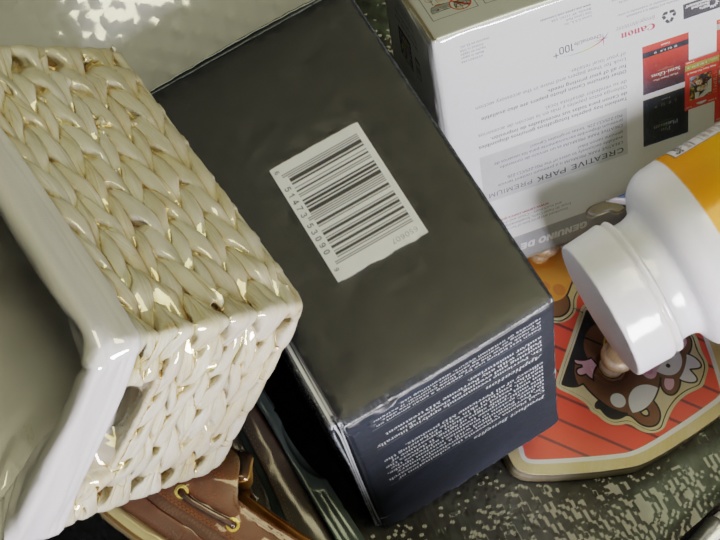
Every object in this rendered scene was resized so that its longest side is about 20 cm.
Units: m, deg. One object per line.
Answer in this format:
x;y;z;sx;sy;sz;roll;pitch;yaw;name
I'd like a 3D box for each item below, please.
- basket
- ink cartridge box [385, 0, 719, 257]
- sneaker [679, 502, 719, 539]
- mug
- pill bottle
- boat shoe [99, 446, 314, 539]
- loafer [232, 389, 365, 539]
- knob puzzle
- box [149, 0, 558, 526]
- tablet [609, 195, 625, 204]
-0.136;0.003;0.885;0.123;0.136;0.200;-8;50;-41;basket
0.125;-0.111;1.084;0.200;0.176;0.084;-19;44;-9;ink cartridge box
0.246;0.157;1.044;0.200;0.076;0.116;-35;76;-29;sneaker
-0.134;-0.148;1.031;0.175;0.148;0.200;-30;77;-18;mug
0.216;-0.029;1.061;0.200;0.111;0.111;-31;69;-2;pill bottle
-0.080;0.111;0.952;0.200;0.072;0.068;41;94;6;boat shoe
-0.067;0.097;1.007;0.063;0.072;0.200;-32;74;-17;loafer
0.124;0.033;1.114;0.219;0.030;0.220;6;58;-10;knob puzzle
0.000;0.000;0.990;0.124;0.197;0.200;-30;69;-7;box
0.145;-0.107;1.154;0.199;0.014;0.130;9;98;-14;tablet
